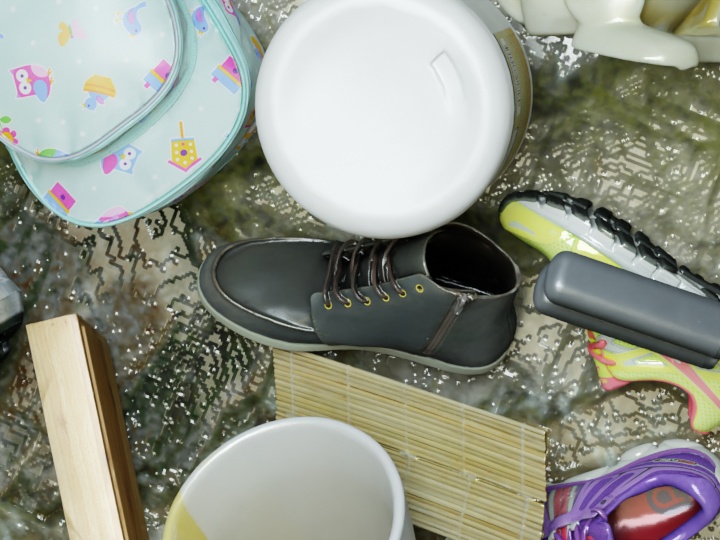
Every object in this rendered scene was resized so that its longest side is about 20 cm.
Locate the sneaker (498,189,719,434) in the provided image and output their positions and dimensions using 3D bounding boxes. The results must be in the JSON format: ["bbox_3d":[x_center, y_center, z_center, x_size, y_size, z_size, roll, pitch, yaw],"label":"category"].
[{"bbox_3d":[0.159,0.027,1.373,0.200,0.078,0.091,36,104,2],"label":"sneaker"}]

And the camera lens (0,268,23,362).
[{"bbox_3d":[-0.319,0.006,1.403,0.160,0.160,0.200,-40,90,12],"label":"camera lens"}]

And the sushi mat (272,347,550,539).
[{"bbox_3d":[0.028,0.112,1.391,0.199,0.012,0.096,17,116,28],"label":"sushi mat"}]

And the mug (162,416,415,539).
[{"bbox_3d":[-0.042,0.198,1.380,0.186,0.153,0.150,-19,50,6],"label":"mug"}]

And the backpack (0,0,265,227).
[{"bbox_3d":[-0.157,-0.128,1.367,0.176,0.153,0.200,-38,97,6],"label":"backpack"}]

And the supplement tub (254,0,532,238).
[{"bbox_3d":[0.025,-0.100,1.313,0.143,0.200,0.145,1,98,9],"label":"supplement tub"}]

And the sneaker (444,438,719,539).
[{"bbox_3d":[0.131,0.163,1.392,0.199,0.083,0.081,-29,92,12],"label":"sneaker"}]

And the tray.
[{"bbox_3d":[-0.160,0.134,1.398,0.037,0.099,0.201,-14,79,1],"label":"tray"}]

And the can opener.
[{"bbox_3d":[0.203,0.020,1.318,0.199,0.053,0.067,19,73,-4],"label":"can opener"}]

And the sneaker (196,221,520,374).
[{"bbox_3d":[0.000,0.000,1.370,0.199,0.106,0.075,9,63,1],"label":"sneaker"}]

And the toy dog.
[{"bbox_3d":[0.170,-0.228,1.322,0.193,0.139,0.201,18,104,43],"label":"toy dog"}]
